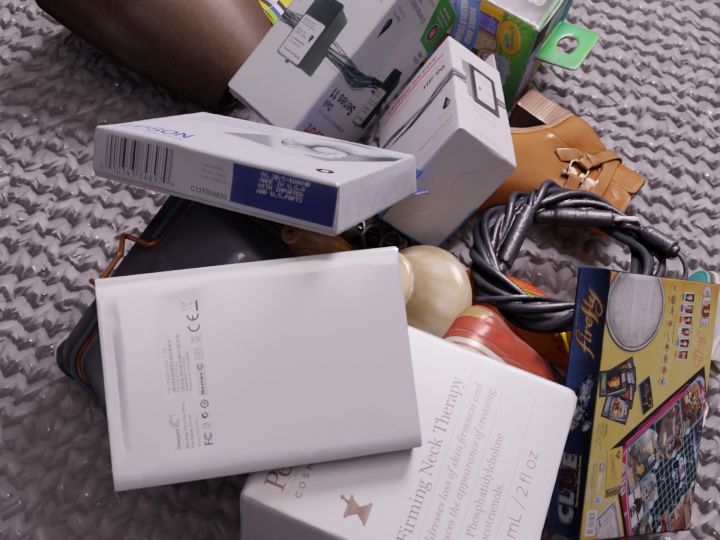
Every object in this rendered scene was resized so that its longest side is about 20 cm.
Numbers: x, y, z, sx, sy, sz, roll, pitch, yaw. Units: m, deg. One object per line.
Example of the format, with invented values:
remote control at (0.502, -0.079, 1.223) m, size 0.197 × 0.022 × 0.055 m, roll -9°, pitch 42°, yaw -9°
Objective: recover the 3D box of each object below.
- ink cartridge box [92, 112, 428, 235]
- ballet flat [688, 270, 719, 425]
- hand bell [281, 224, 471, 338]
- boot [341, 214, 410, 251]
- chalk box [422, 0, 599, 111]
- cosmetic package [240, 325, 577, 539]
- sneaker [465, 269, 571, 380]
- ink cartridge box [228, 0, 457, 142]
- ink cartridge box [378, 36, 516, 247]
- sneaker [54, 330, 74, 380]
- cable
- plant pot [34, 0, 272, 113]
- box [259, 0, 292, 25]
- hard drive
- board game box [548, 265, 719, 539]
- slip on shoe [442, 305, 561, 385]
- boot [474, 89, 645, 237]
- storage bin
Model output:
ink cartridge box at (-0.063, -0.084, 0.708) m, size 0.197 × 0.041 × 0.200 m, roll 14°, pitch 17°, yaw 19°
ballet flat at (0.291, 0.095, 0.838) m, size 0.069 × 0.070 × 0.201 m, roll 28°, pitch 65°, yaw 8°
hand bell at (0.000, 0.000, 0.708) m, size 0.103 × 0.199 × 0.106 m, roll -10°, pitch 68°, yaw 27°
boot at (-0.037, -0.050, 0.831) m, size 0.172 × 0.070 × 0.200 m, roll 20°, pitch 30°, yaw 5°
chalk box at (0.150, -0.269, 0.982) m, size 0.199 × 0.124 × 0.125 m, roll 32°, pitch 60°, yaw 9°
cosmetic package at (0.030, 0.157, 0.700) m, size 0.197 × 0.167 × 0.169 m, roll 21°, pitch 60°, yaw 5°
sneaker at (0.171, 0.047, 0.827) m, size 0.199 × 0.078 × 0.073 m, roll 33°, pitch 61°, yaw 27°
ink cartridge box at (-0.013, -0.205, 0.865) m, size 0.083 × 0.146 × 0.201 m, roll 41°, pitch 96°, yaw 16°
ink cartridge box at (0.074, -0.130, 0.857) m, size 0.067 × 0.116 × 0.201 m, roll 30°, pitch 35°, yaw -21°
sneaker at (-0.170, 0.034, 0.805) m, size 0.198 × 0.076 × 0.077 m, roll -25°, pitch 46°, yaw -22°
cable at (0.175, -0.016, 0.800) m, size 0.198 × 0.051 × 0.164 m, roll -19°, pitch 53°, yaw -26°
plant pot at (-0.180, -0.258, 0.912) m, size 0.200 × 0.187 × 0.187 m, roll 43°, pitch 63°, yaw 0°
box at (-0.098, -0.282, 0.982) m, size 0.064 × 0.070 × 0.201 m, roll -29°, pitch 68°, yaw -23°
hard drive at (-0.065, 0.061, 0.606) m, size 0.197 × 0.026 × 0.134 m, roll -6°, pitch 84°, yaw -10°
board game box at (0.217, 0.104, 0.729) m, size 0.134 × 0.034 × 0.203 m, roll 6°, pitch 91°, yaw -34°
slip on shoe at (0.140, 0.101, 0.759) m, size 0.200 × 0.074 × 0.062 m, roll 42°, pitch 55°, yaw -24°
boot at (0.179, -0.076, 0.914) m, size 0.155 × 0.077 × 0.200 m, roll 40°, pitch 56°, yaw 10°
storage bin at (-0.126, 0.041, 0.694) m, size 0.145 × 0.134 × 0.201 m, roll 36°, pitch 91°, yaw -28°
